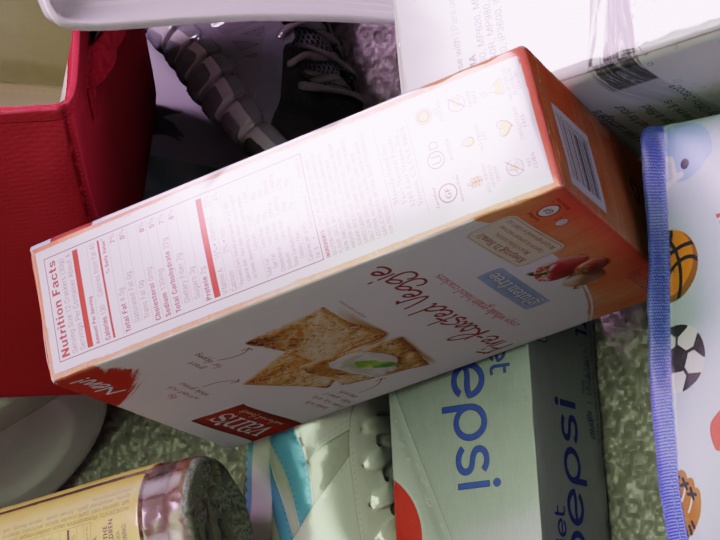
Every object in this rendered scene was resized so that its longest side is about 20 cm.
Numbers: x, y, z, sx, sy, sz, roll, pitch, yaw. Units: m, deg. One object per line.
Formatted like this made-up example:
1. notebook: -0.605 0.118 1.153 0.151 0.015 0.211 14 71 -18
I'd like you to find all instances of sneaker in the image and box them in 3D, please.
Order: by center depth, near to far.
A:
1. sneaker: -0.005 0.104 0.835 0.081 0.076 0.201 9 90 24
2. sneaker: -0.029 -0.118 0.892 0.116 0.075 0.200 -50 58 11

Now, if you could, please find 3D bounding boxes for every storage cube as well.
1. storage cube: -0.184 -0.065 0.811 0.199 0.180 0.171 -3 52 2

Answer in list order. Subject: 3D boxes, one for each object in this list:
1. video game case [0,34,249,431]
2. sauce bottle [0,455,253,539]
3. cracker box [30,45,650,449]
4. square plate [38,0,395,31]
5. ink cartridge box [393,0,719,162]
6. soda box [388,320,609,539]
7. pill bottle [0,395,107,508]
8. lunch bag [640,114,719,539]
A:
1. video game case: -0.147 -0.030 0.908 0.200 0.022 0.182 -32 57 -21
2. sauce bottle: -0.141 0.128 0.821 0.200 0.065 0.065 -17 71 23
3. cracker box: 0.000 0.000 0.731 0.200 0.134 0.058 -20 68 20
4. square plate: -0.070 -0.172 0.774 0.028 0.198 0.200 -41 64 44
5. ink cartridge box: 0.130 -0.096 0.743 0.200 0.144 0.084 -17 70 28
6. soda box: 0.057 0.107 0.794 0.068 0.063 0.201 -11 74 30
7. pill bottle: -0.218 0.022 0.956 0.200 0.112 0.112 45 104 30
8. lunch bag: 0.193 0.045 0.689 0.170 0.124 0.201 -11 66 29
